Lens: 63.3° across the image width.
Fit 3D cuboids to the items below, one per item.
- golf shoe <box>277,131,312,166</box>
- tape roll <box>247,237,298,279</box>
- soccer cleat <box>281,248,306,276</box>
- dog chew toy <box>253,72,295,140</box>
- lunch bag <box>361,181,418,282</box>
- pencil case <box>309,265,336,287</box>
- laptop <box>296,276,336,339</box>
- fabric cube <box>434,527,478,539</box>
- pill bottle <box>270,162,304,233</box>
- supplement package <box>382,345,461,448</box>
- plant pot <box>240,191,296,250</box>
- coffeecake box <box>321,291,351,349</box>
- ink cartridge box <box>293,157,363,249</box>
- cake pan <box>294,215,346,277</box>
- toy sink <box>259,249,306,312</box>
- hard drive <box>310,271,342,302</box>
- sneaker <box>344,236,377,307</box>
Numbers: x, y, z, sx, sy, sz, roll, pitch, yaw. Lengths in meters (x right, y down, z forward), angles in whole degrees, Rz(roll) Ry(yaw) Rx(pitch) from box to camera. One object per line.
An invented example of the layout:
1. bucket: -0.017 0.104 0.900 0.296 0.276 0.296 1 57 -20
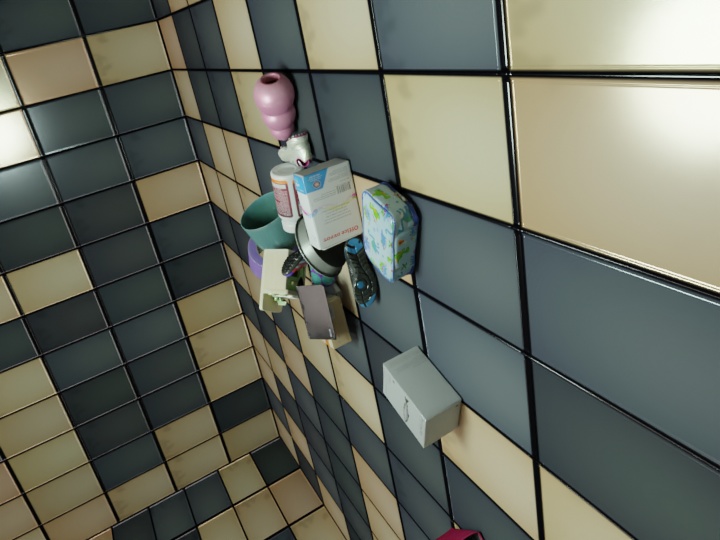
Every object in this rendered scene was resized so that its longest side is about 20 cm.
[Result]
1. golf shoe: -0.201 -0.353 1.796 0.094 0.074 0.199 67 160 -5
2. tape roll: -0.322 -0.063 2.181 0.202 0.195 0.086 55 155 29
3. soccer cleat: -0.192 -0.039 1.925 0.066 0.202 0.074 -4 129 34
4. dog chew toy: -0.246 -0.479 1.737 0.125 0.122 0.203 50 160 38
5. lunch bag: 0.065 -0.093 1.373 0.161 0.081 0.205 47 150 42
6. pencil case: -0.132 -0.048 1.888 0.093 0.082 0.206 -109 9 -58
7. laptop: -0.140 0.119 1.897 0.200 0.100 0.184 -89 -13 -78
8. fabric cube: 0.261 0.858 1.616 0.204 0.192 0.200 62 160 12
9. pill bottle: -0.222 -0.235 1.898 0.114 0.111 0.206 41 145 49
10. supplement package: 0.153 0.319 1.489 0.200 0.114 0.120 48 150 41
11. plant pot: -0.303 -0.154 2.073 0.200 0.199 0.163 40 164 50
12. coffeecake box: -0.117 0.160 1.985 0.199 0.071 0.159 17 124 65
13. ink cartridge box: -0.085 -0.179 1.572 0.084 0.141 0.206 25 133 58
14. cake pan: -0.108 -0.079 1.699 0.036 0.198 0.205 -30 80 31
15. toy sink: -0.258 0.039 1.985 0.108 0.130 0.208 1 82 26
16. hard drive: -0.121 0.055 2.036 0.201 0.026 0.135 52 153 38
17. sneaker: 0.000 0.000 1.656 0.082 0.071 0.207 -132 31 -76
